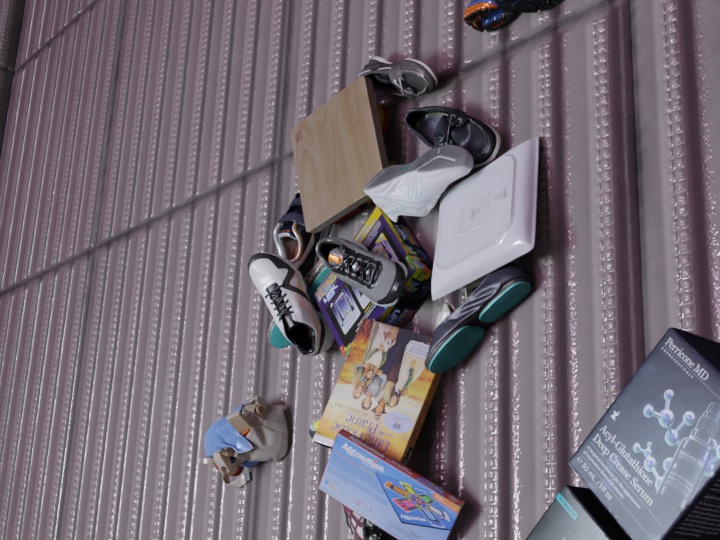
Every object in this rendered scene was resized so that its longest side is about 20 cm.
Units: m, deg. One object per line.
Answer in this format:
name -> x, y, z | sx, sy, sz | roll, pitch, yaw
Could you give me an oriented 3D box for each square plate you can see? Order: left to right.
square plate -> 0.170, -0.077, 1.434 | 0.198, 0.028, 0.201 | -32, 39, 44

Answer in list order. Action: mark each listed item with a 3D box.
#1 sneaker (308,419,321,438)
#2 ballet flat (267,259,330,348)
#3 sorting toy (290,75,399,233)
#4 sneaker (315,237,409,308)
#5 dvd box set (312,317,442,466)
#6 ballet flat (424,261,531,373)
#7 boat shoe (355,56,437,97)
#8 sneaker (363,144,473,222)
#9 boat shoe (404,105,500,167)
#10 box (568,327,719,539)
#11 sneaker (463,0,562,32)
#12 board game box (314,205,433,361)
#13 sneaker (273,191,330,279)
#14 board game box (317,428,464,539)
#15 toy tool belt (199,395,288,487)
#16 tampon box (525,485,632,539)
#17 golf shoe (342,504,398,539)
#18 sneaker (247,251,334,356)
sneaker -> 0.006, 0.236, 1.541 | 0.199, 0.075, 0.077 | -6, 65, 39
ballet flat -> -0.090, 0.046, 1.739 | 0.200, 0.068, 0.075 | -52, 21, 18
sorting toy -> -0.019, -0.188, 1.706 | 0.198, 0.069, 0.201 | -30, 62, 41
sneaker -> 0.000, 0.000, 1.529 | 0.200, 0.079, 0.074 | 28, 97, 51
dvd box set -> 0.031, 0.179, 1.471 | 0.146, 0.029, 0.201 | 16, 73, 28
ballet flat -> 0.155, 0.059, 1.413 | 0.200, 0.073, 0.073 | -47, 45, 22
boat shoe -> 0.057, -0.310, 1.662 | 0.057, 0.067, 0.200 | -46, 30, -10
sneaker -> 0.098, -0.130, 1.523 | 0.200, 0.080, 0.070 | -16, 28, 45
boat shoe -> 0.133, -0.211, 1.534 | 0.075, 0.066, 0.199 | -62, 35, 11
box -> 0.350, 0.190, 1.088 | 0.200, 0.107, 0.149 | -58, 39, 18
sneaker -> 0.230, -0.422, 1.493 | 0.200, 0.075, 0.079 | -9, 67, 48
board game box -> 0.022, 0.026, 1.602 | 0.200, 0.057, 0.166 | -54, 40, 24
sneaker -> -0.100, -0.085, 1.778 | 0.078, 0.079, 0.201 | -10, 68, 50
board game box -> 0.039, 0.311, 1.403 | 0.199, 0.019, 0.103 | 29, 118, 19
toy tool belt -> -0.223, 0.295, 1.754 | 0.200, 0.123, 0.125 | -40, 49, 37
tampon box -> 0.254, 0.367, 1.127 | 0.200, 0.126, 0.150 | -60, 39, 19
golf shoe -> 0.021, 0.371, 1.479 | 0.200, 0.077, 0.088 | -111, 31, -41
sneaker -> -0.117, 0.055, 1.663 | 0.074, 0.080, 0.200 | -38, 90, 19
